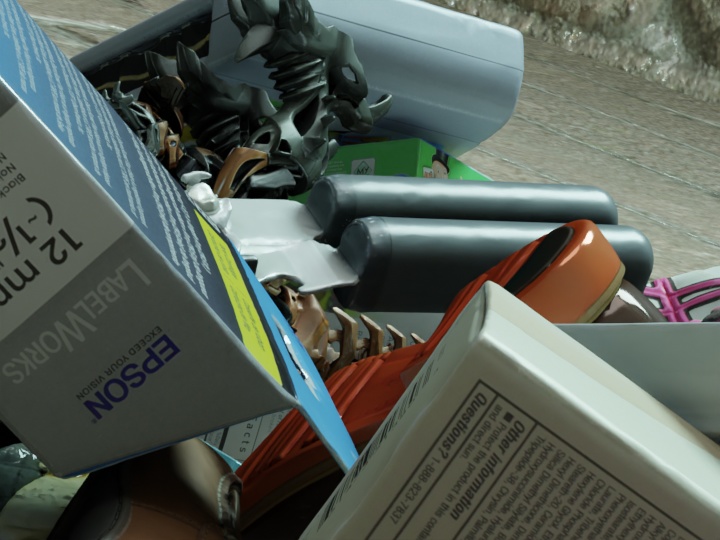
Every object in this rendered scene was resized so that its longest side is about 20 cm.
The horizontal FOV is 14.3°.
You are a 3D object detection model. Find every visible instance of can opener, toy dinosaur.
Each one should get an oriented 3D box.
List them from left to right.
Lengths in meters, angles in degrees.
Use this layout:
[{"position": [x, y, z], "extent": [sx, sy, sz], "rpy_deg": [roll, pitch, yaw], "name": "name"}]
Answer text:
[{"position": [-0.056, -0.015, 0.970], "extent": [0.102, 0.136, 0.200], "rpy_deg": [-7, -39, 42], "name": "toy dinosaur"}, {"position": [0.000, 0.000, 0.933], "extent": [0.199, 0.067, 0.053], "rpy_deg": [-3, 35, -27], "name": "can opener"}]

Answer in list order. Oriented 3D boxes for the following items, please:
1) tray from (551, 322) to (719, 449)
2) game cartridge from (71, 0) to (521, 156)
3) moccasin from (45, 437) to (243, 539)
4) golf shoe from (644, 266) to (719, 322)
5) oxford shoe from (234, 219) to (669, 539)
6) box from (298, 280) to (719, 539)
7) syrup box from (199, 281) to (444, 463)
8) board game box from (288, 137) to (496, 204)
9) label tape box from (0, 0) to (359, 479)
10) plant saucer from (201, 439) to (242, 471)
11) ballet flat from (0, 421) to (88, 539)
[{"position": [0.113, 0.092, 0.773], "extent": [0.107, 0.022, 0.200], "rpy_deg": [-2, -48, 41], "name": "tray"}, {"position": [-0.032, -0.066, 1.121], "extent": [0.133, 0.041, 0.200], "rpy_deg": [9, -14, -31], "name": "game cartridge"}, {"position": [-0.049, 0.092, 0.740], "extent": [0.077, 0.074, 0.201], "rpy_deg": [30, 6, -4], "name": "moccasin"}, {"position": [0.119, 0.037, 0.999], "extent": [0.092, 0.073, 0.199], "rpy_deg": [-26, 11, -35], "name": "golf shoe"}, {"position": [0.017, 0.062, 0.845], "extent": [0.073, 0.200, 0.071], "rpy_deg": [48, 44, -8], "name": "oxford shoe"}, {"position": [0.084, 0.101, 0.685], "extent": [0.200, 0.095, 0.078], "rpy_deg": [37, 10, -3], "name": "box"}, {"position": [-0.066, 0.022, 1.056], "extent": [0.199, 0.082, 0.079], "rpy_deg": [11, 11, -25], "name": "syrup box"}, {"position": [-0.028, -0.013, 1.167], "extent": [0.199, 0.029, 0.134], "rpy_deg": [-4, -18, 32], "name": "board game box"}, {"position": [-0.087, -0.012, 0.771], "extent": [0.200, 0.066, 0.143], "rpy_deg": [51, 4, -21], "name": "label tape box"}, {"position": [-0.090, 0.042, 0.916], "extent": [0.200, 0.019, 0.070], "rpy_deg": [36, -3, -39], "name": "plant saucer"}, {"position": [-0.143, 0.041, 0.889], "extent": [0.199, 0.057, 0.066], "rpy_deg": [24, 13, 36], "name": "ballet flat"}]
